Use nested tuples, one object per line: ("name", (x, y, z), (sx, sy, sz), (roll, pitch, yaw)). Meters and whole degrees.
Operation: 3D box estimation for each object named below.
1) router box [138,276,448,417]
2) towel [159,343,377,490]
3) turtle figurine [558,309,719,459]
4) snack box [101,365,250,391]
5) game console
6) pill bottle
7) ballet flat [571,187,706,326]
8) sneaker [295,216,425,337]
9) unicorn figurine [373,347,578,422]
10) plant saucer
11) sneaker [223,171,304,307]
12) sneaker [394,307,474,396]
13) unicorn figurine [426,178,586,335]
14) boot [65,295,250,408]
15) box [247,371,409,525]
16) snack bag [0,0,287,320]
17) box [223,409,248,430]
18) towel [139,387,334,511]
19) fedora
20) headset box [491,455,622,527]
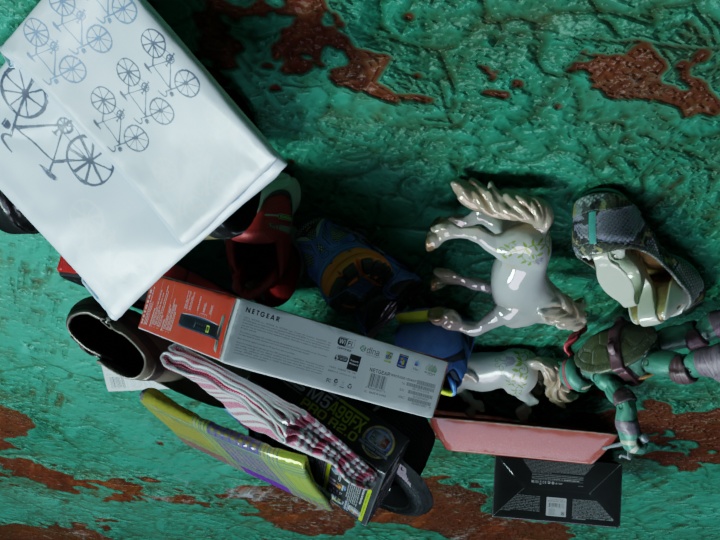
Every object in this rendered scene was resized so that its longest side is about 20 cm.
("router box", (-0.059, 0.060, 0.918), (0.198, 0.049, 0.179), (19, 176, -31))
("towel", (-0.076, 0.133, 0.964), (0.145, 0.030, 0.200), (24, 166, 28))
("turtle figurine", (0.255, 0.092, 1.025), (0.199, 0.151, 0.101), (-21, 126, 40))
("snack box", (-0.197, 0.092, 1.217), (0.198, 0.073, 0.024), (-4, -166, 23))
("game console", (-0.180, 0.022, 1.071), (0.176, 0.031, 0.199), (26, 166, -41))
("pill bottle", (-0.182, -0.075, 0.840), (0.198, 0.113, 0.112), (-3, 151, 20))
("ballet flat", (0.231, 0.007, 0.932), (0.071, 0.073, 0.200), (-13, 147, 35))
("sneaker", (0.000, 0.000, 0.992), (0.075, 0.079, 0.200), (-40, 158, 1))
("unicorn figurine", (0.121, 0.116, 1.186), (0.198, 0.075, 0.138), (-17, 147, 11))
("plant saucer", (0.174, 0.188, 1.256), (0.197, 0.037, 0.200), (4, 174, 4))
("sneaker", (-0.092, -0.009, 0.971), (0.076, 0.086, 0.201), (7, 153, 4))
("sneaker", (0.072, 0.081, 1.056), (0.065, 0.079, 0.200), (-8, 173, 12))
("unicorn figurine", (0.126, 0.007, 0.937), (0.136, 0.075, 0.201), (2, 151, 7))
("boot", (-0.199, 0.089, 1.113), (0.198, 0.071, 0.146), (26, -178, 5))
("box", (-0.038, 0.169, 1.117), (0.159, 0.044, 0.200), (33, 156, 11))
("snack bag", (-0.175, -0.084, 0.757), (0.200, 0.021, 0.189), (-38, 98, 29))
("box", (-0.111, 0.134, 1.307), (0.135, 0.038, 0.200), (-3, 151, 20))
("towel", (-0.124, 0.179, 1.132), (0.198, 0.023, 0.144), (20, 158, 23))
("fedora", (0.013, 0.183, 1.239), (0.199, 0.092, 0.201), (31, 154, 17))
("headset box", (0.241, 0.266, 1.374), (0.147, 0.078, 0.200), (3, 173, 11))
